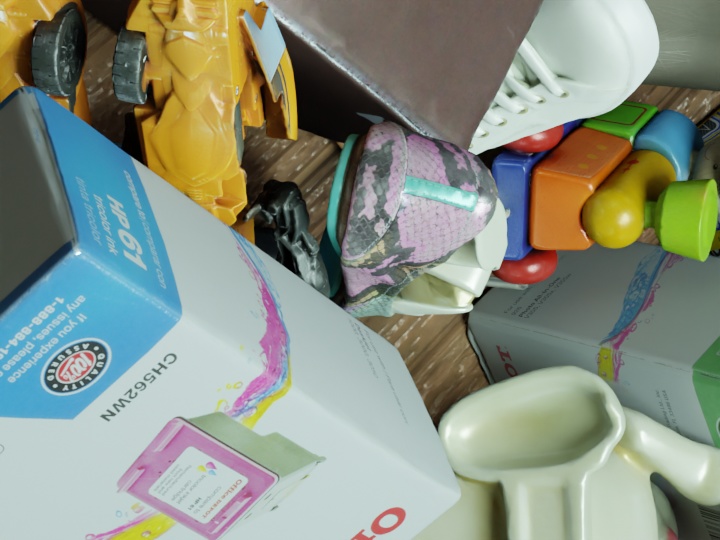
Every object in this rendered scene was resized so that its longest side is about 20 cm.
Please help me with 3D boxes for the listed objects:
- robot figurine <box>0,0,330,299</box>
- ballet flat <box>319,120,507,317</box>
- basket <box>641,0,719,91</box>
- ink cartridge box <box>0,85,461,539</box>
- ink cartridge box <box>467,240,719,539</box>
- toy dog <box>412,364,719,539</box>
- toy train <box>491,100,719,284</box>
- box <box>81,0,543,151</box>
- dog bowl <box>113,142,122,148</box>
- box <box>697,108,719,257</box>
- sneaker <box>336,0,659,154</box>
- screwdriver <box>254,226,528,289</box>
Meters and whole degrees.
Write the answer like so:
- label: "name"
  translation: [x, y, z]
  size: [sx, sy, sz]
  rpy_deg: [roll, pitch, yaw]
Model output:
- label: "robot figurine"
  translation: [-0.080, -0.040, 0.683]
  size: [0.201, 0.144, 0.058]
  rpy_deg: [88, 13, -47]
- label: "ballet flat"
  translation: [0.020, -0.013, 0.745]
  size: [0.071, 0.200, 0.069]
  rpy_deg: [16, 83, -1]
- label: "basket"
  translation: [0.179, -0.155, 0.947]
  size: [0.199, 0.181, 0.136]
  rpy_deg: [-7, 148, -30]
- label: "ink cartridge box"
  translation: [-0.083, 0.056, 0.640]
  size: [0.144, 0.085, 0.200]
  rpy_deg: [-41, 135, 14]
- label: "ink cartridge box"
  translation: [0.165, 0.070, 0.949]
  size: [0.087, 0.199, 0.146]
  rpy_deg: [-43, 122, -27]
- label: "toy dog"
  translation: [0.079, 0.131, 0.880]
  size: [0.200, 0.193, 0.140]
  rpy_deg: [14, 63, -64]
- label: "toy train"
  translation: [0.114, -0.028, 0.896]
  size: [0.200, 0.115, 0.085]
  rpy_deg: [-41, 136, -55]
- label: "box"
  translation: [-0.015, -0.177, 0.767]
  size: [0.164, 0.166, 0.201]
  rpy_deg: [35, 78, -38]
- label: "dog bowl"
  translation: [-0.078, 0.024, 0.822]
  size: [0.111, 0.050, 0.200]
  rpy_deg: [-43, 126, 0]
- label: "box"
  translation: [0.257, -0.080, 1.071]
  size: [0.200, 0.070, 0.065]
  rpy_deg: [-38, 122, -26]
- label: "sneaker"
  translation: [0.052, -0.075, 0.826]
  size: [0.085, 0.200, 0.073]
  rpy_deg: [-42, 100, -23]
- label: "screwdriver"
  translation: [0.000, 0.000, 0.908]
  size: [0.199, 0.029, 0.028]
  rpy_deg: [9, 63, -39]
